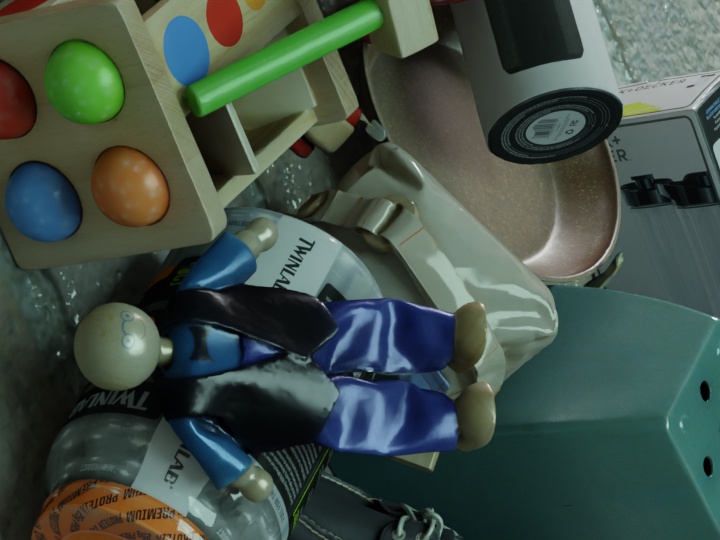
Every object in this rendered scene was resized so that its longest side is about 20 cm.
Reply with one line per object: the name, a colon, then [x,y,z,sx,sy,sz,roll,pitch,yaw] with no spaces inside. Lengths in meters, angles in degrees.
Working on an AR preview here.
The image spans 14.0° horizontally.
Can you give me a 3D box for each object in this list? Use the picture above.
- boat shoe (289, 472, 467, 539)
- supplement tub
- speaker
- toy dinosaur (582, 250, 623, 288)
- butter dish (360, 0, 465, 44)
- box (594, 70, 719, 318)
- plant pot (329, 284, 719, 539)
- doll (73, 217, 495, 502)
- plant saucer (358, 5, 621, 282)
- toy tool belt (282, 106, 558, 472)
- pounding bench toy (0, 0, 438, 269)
boat shoe: [0.031,0.143,1.549,0.199,0.063,0.073,29,33,-16]
supplement tub: [-0.074,0.075,1.427,0.123,0.122,0.201,57,42,-30]
speaker: [0.088,-0.165,1.674,0.081,0.081,0.201,23,46,-49]
toy dinosaur: [0.138,0.047,1.746,0.200,0.047,0.089,71,28,-80]
butter dish: [0.022,-0.193,1.586,0.199,0.199,0.149,-25,127,-52]
box: [0.202,-0.018,1.826,0.060,0.116,0.201,-41,118,-46]
plant pot: [0.116,0.096,1.615,0.142,0.199,0.142,60,41,-27]
doll: [-0.038,0.039,1.358,0.199,0.048,0.137,4,71,-24]
plant saucer: [0.066,-0.075,1.675,0.200,0.037,0.201,28,45,-31]
toy tool belt: [0.000,0.000,1.535,0.200,0.123,0.125,44,4,-1]
pounding bench toy: [-0.079,-0.093,1.385,0.156,0.199,0.125,-46,120,-48]
